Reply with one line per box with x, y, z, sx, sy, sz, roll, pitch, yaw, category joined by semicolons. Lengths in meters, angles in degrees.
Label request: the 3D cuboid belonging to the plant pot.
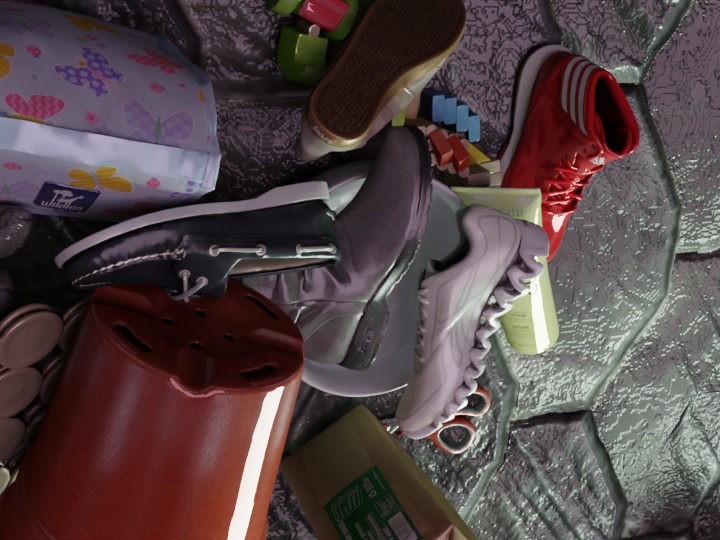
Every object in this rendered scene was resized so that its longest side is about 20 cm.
-0.134;0.115;0.790;0.199;0.201;0.197;8;117;-27;plant pot

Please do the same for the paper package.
0.041;0.243;1.004;0.103;0.200;0.191;-40;124;-1;paper package

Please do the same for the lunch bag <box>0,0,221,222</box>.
-0.197;-0.100;0.757;0.168;0.200;0.128;7;108;-28;lunch bag

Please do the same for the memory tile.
-0.255;0.100;0.807;0.153;0.017;0.201;-13;139;-48;memory tile

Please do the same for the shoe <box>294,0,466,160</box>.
0.013;-0.152;0.869;0.070;0.053;0.200;40;55;1;shoe

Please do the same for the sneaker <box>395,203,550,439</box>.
0.072;0.039;0.929;0.081;0.075;0.201;25;97;-18;sneaker

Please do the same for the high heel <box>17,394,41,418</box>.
-0.198;0.141;0.955;0.141;0.072;0.201;-18;137;11;high heel

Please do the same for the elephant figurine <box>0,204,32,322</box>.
-0.292;0.038;0.794;0.199;0.155;0.143;-24;111;-6;elephant figurine

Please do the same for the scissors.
0.032;0.138;1.075;0.198;0.014;0.074;4;111;-26;scissors

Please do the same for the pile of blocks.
0.057;-0.123;0.948;0.199;0.062;0.083;27;98;-32;pile of blocks

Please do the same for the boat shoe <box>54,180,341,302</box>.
-0.098;-0.011;0.755;0.198;0.076;0.061;-16;86;-27;boat shoe

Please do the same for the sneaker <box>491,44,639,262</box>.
0.174;-0.084;0.988;0.078;0.115;0.202;-9;114;-22;sneaker

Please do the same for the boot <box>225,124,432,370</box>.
-0.030;-0.021;0.853;0.131;0.070;0.202;12;101;-22;boot

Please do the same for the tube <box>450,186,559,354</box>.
0.135;-0.003;1.010;0.058;0.052;0.201;-27;136;-6;tube

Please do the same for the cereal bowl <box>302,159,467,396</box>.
0.000;0.000;0.960;0.198;0.083;0.202;-9;114;-21;cereal bowl

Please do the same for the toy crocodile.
-0.014;-0.238;0.868;0.067;0.062;0.201;21;100;-30;toy crocodile
